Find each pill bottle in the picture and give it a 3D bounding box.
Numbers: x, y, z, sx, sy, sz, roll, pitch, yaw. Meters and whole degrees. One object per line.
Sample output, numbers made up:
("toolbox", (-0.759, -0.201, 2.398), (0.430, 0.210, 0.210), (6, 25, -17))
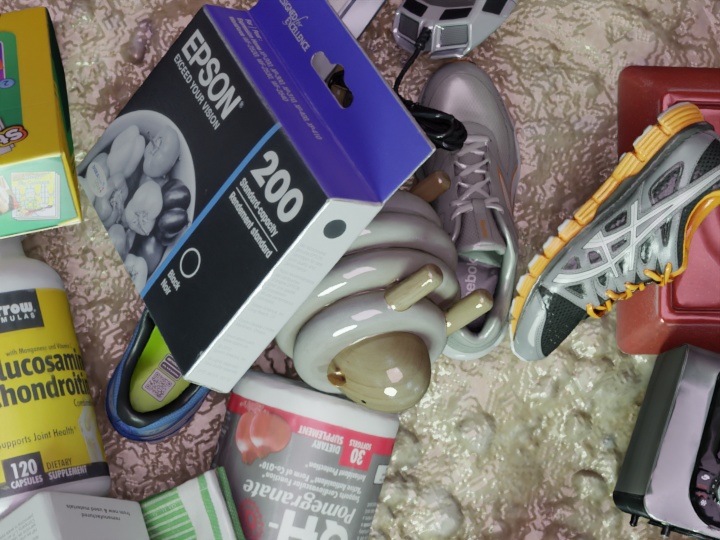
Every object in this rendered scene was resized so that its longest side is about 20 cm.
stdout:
("pill bottle", (-0.232, 0.060, 1.052), (0.112, 0.112, 0.200), (-15, 82, -5))
("pill bottle", (-0.053, 0.172, 1.067), (0.111, 0.111, 0.200), (16, 88, -4))

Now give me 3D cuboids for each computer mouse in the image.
("computer mouse", (0.064, -0.165, 1.101), (0.110, 0.044, 0.200), (18, 66, 37))

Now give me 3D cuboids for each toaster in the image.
("toaster", (0.266, 0.130, 1.064), (0.181, 0.200, 0.119), (17, 84, 4))

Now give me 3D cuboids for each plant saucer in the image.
("plant saucer", (0.277, -0.041, 1.138), (0.200, 0.037, 0.200), (1, 88, -5))

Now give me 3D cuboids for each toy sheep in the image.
("toy sheep", (0.000, 0.000, 1.030), (0.138, 0.138, 0.200), (-11, 55, -5))

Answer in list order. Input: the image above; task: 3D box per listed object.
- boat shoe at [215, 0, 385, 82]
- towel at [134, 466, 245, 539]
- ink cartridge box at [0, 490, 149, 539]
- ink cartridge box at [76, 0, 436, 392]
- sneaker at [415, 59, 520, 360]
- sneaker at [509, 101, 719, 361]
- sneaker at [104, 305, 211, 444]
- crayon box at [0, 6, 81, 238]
("boat shoe", (-0.065, -0.139, 1.095), (0.086, 0.075, 0.202), (37, 84, -3))
("towel", (-0.141, 0.225, 1.036), (0.200, 0.023, 0.153), (-29, 71, 27))
("ink cartridge box", (-0.179, 0.253, 0.980), (0.145, 0.085, 0.200), (-36, 58, 27))
("ink cartridge box", (-0.072, -0.066, 1.000), (0.200, 0.043, 0.198), (-49, 49, 18))
("sneaker", (0.076, -0.041, 1.094), (0.076, 0.092, 0.200), (-4, 88, -5))
("sneaker", (0.172, -0.013, 1.087), (0.077, 0.078, 0.200), (42, 103, 14))
("sneaker", (-0.094, 0.026, 1.080), (0.079, 0.089, 0.200), (32, 84, -3))
("crayon box", (-0.281, -0.080, 1.031), (0.200, 0.173, 0.058), (-12, 131, -5))
